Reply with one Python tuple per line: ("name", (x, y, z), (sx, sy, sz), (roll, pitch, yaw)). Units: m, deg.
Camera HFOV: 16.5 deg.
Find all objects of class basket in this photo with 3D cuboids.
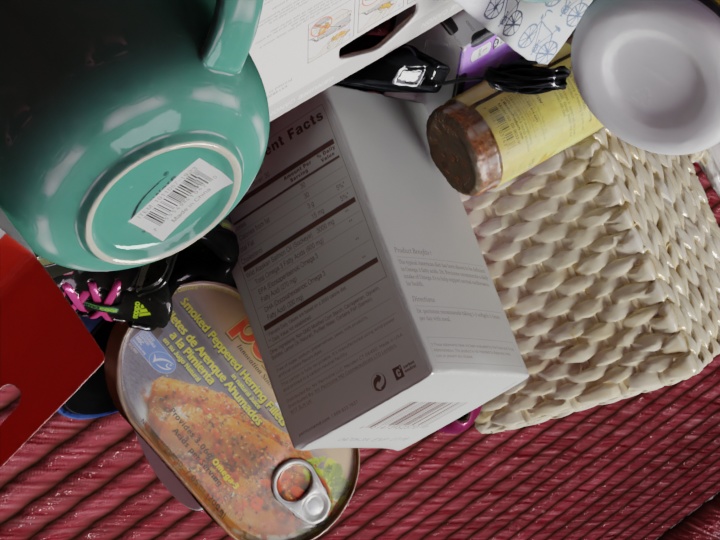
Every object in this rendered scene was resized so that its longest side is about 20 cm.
("basket", (0.155, -0.014, 1.728), (0.199, 0.199, 0.161), (-18, -167, 34))

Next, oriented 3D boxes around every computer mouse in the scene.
("computer mouse", (0.049, -0.126, 1.510), (0.058, 0.199, 0.034), (6, 90, -48))

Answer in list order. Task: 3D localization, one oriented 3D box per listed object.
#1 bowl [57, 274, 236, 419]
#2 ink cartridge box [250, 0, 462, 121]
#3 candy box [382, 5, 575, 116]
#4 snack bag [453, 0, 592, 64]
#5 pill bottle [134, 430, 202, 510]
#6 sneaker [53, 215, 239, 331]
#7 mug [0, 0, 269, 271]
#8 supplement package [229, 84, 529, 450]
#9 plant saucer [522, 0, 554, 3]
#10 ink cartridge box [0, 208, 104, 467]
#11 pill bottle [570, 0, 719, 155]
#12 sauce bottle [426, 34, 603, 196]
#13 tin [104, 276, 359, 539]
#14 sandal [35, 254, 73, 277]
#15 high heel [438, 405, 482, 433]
("bowl", (-0.137, 0.026, 1.662), (0.200, 0.039, 0.201), (-34, 160, -14))
("ink cartridge box", (0.003, -0.185, 1.438), (0.199, 0.045, 0.177), (-32, 158, -19))
("candy box", (0.117, -0.171, 1.636), (0.199, 0.072, 0.168), (-32, 159, -19))
("snack bag", (0.131, -0.225, 1.462), (0.201, 0.021, 0.188), (-53, 153, 5))
("pill bottle", (-0.052, 0.075, 1.696), (0.199, 0.113, 0.113), (-29, 158, -25))
("sneaker", (-0.156, 0.003, 1.504), (0.199, 0.088, 0.074), (-27, 158, -25))
("mug", (-0.120, -0.084, 1.243), (0.151, 0.115, 0.186), (-17, 146, -23))
("supplement package", (0.000, 0.000, 1.562), (0.117, 0.201, 0.117), (-31, 159, 31))
("plant saucer", (0.132, -0.243, 1.379), (0.199, 0.036, 0.201), (-35, 149, -25))
("ink cartridge box", (-0.240, 0.020, 1.220), (0.160, 0.200, 0.047), (-44, 159, 14))
("pill bottle", (0.212, -0.165, 1.498), (0.200, 0.112, 0.112), (-51, 174, -45))
("sauce bottle", (0.136, -0.115, 1.586), (0.199, 0.066, 0.066), (-27, 158, -22))
("tin", (-0.082, 0.091, 1.597), (0.112, 0.200, 0.042), (-41, -158, -9))
("sandal", (-0.152, -0.046, 1.445), (0.200, 0.058, 0.080), (-22, 165, -24))
("high heel", (0.041, 0.006, 1.625), (0.067, 0.202, 0.096), (-6, -174, -12))
